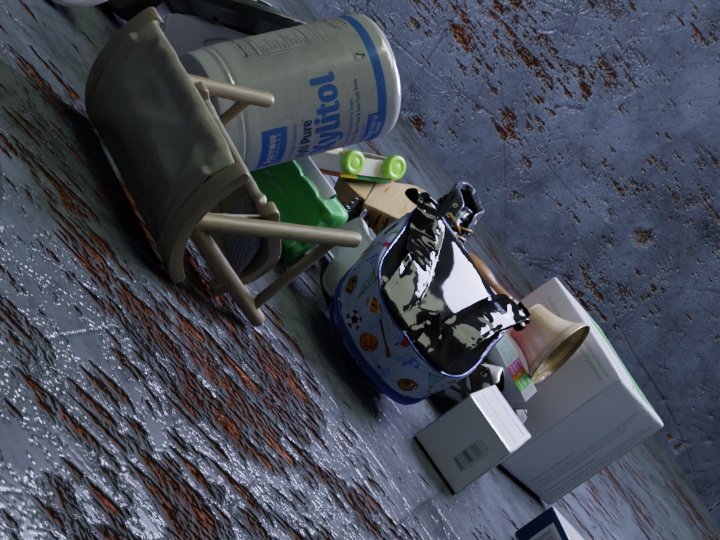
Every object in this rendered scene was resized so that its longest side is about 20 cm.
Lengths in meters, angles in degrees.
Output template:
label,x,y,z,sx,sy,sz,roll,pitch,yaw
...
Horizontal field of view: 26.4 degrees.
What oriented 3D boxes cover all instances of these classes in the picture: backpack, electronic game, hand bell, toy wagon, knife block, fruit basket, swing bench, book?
label,x,y,z,sx,sy,sz,roll,pitch,yaw
backpack,0.054,0.044,1.622,0.200,0.154,0.191,49,29,-3
electronic game,-0.118,-0.276,1.672,0.199,0.042,0.200,17,5,-1
hand bell,0.187,0.039,1.960,0.200,0.104,0.104,46,7,20
toy wagon,-0.044,-0.149,2.015,0.200,0.040,0.155,4,10,-38
knife block,0.040,-0.051,1.986,0.200,0.064,0.176,5,29,-40
fruit basket,-0.079,-0.089,1.690,0.185,0.094,0.200,53,6,-1
swing bench,-0.134,-0.086,1.323,0.200,0.130,0.199,29,26,-55
book,0.130,0.075,1.927,0.133,0.048,0.200,-3,-59,56

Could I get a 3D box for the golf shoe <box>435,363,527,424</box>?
label,x,y,z,sx,sy,sz,roll,pitch,yaw
golf shoe,0.127,0.129,1.888,0.200,0.094,0.078,53,13,8

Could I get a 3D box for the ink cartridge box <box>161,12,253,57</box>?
label,x,y,z,sx,sy,sz,roll,pitch,yaw
ink cartridge box,-0.132,-0.217,1.715,0.145,0.084,0.200,18,4,11

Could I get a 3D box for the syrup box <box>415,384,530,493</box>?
label,x,y,z,sx,sy,sz,roll,pitch,yaw
syrup box,0.132,0.189,1.745,0.082,0.079,0.200,55,10,9

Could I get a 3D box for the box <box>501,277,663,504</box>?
label,x,y,z,sx,sy,sz,roll,pitch,yaw
box,0.257,0.163,2.067,0.171,0.200,0.199,41,16,-48

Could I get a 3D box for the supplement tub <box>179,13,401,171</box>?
label,x,y,z,sx,sy,sz,roll,pitch,yaw
supplement tub,-0.072,-0.177,1.543,0.132,0.200,0.132,46,-35,46

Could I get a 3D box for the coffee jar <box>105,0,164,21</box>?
label,x,y,z,sx,sy,sz,roll,pitch,yaw
coffee jar,-0.276,-0.378,1.723,0.200,0.104,0.085,57,11,24

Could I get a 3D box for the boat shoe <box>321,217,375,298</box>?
label,x,y,z,sx,sy,sz,roll,pitch,yaw
boat shoe,0.000,0.000,1.797,0.062,0.073,0.200,54,12,-19

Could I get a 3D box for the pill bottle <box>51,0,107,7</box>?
label,x,y,z,sx,sy,sz,roll,pitch,yaw
pill bottle,-0.300,-0.366,1.530,0.116,0.116,0.200,39,18,-56

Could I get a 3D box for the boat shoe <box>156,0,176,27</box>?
label,x,y,z,sx,sy,sz,roll,pitch,yaw
boat shoe,-0.184,-0.289,1.874,0.200,0.093,0.075,44,13,-42

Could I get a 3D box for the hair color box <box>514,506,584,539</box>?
label,x,y,z,sx,sy,sz,roll,pitch,yaw
hair color box,0.266,0.374,1.786,0.200,0.060,0.100,47,12,-32

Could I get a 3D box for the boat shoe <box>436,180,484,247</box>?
label,x,y,z,sx,sy,sz,roll,pitch,yaw
boat shoe,0.116,-0.047,2.047,0.071,0.091,0.200,37,27,-21
